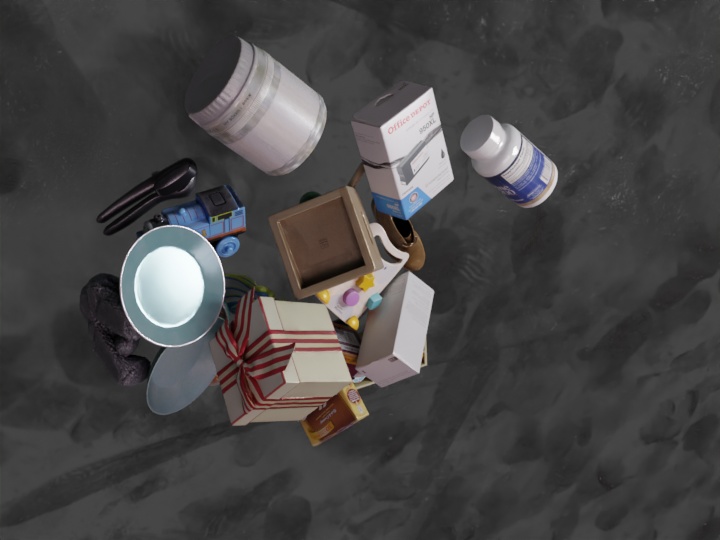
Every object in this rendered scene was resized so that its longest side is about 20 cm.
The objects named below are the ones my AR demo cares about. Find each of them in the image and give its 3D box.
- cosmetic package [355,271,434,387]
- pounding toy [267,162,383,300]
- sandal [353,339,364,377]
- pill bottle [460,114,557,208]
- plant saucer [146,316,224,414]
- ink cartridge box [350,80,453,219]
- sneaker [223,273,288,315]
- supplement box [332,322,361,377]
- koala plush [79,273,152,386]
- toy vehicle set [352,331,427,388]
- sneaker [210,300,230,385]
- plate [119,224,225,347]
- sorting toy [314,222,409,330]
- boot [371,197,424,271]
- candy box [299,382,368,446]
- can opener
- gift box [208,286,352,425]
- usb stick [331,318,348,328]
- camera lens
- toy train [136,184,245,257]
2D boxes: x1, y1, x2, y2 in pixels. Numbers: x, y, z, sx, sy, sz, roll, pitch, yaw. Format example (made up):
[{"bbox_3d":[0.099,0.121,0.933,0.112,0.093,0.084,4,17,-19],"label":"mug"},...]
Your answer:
[{"bbox_3d":[0.069,0.116,1.752,0.081,0.202,0.112,35,141,-28],"label":"cosmetic package"},{"bbox_3d":[-0.052,-0.076,1.617,0.182,0.142,0.202,-20,89,10],"label":"pounding toy"},{"bbox_3d":[0.054,0.161,1.835,0.202,0.082,0.050,-35,140,-11],"label":"sandal"},{"bbox_3d":[0.286,-0.215,1.728,0.199,0.111,0.111,32,102,-36],"label":"pill bottle"},{"bbox_3d":[-0.314,0.160,1.573,0.201,0.038,0.202,-43,151,-31],"label":"plant saucer"},{"bbox_3d":[0.079,-0.219,1.618,0.144,0.084,0.202,-40,131,-27],"label":"ink cartridge box"},{"bbox_3d":[-0.195,0.073,1.677,0.198,0.105,0.076,22,108,-34],"label":"sneaker"},{"bbox_3d":[-0.092,0.202,1.783,0.110,0.086,0.200,19,121,-46],"label":"supplement box"},{"bbox_3d":[-0.375,0.069,1.579,0.199,0.183,0.179,-20,138,-39],"label":"koala plush"},{"bbox_3d":[0.048,0.177,1.905,0.198,0.027,0.126,-17,124,-16],"label":"toy vehicle set"},{"bbox_3d":[-0.277,0.119,1.682,0.070,0.080,0.202,12,125,1],"label":"sneaker"},{"bbox_3d":[-0.313,0.026,1.471,0.199,0.025,0.203,2,87,-43],"label":"plate"},{"bbox_3d":[0.000,0.000,1.721,0.180,0.107,0.200,-43,128,7],"label":"sorting toy"},{"bbox_3d":[0.084,-0.061,1.749,0.073,0.076,0.201,-35,130,-6],"label":"boot"},{"bbox_3d":[-0.081,0.213,1.676,0.116,0.202,0.056,-33,170,24],"label":"candy box"},{"bbox_3d":[-0.362,-0.129,1.509,0.198,0.064,0.079,-30,155,6],"label":"can opener"},{"bbox_3d":[-0.143,0.145,1.537,0.185,0.186,0.200,5,139,-45],"label":"gift box"},{"bbox_3d":[-0.116,0.152,1.808,0.198,0.033,0.056,-21,132,-13],"label":"usb stick"},{"bbox_3d":[-0.166,-0.264,1.453,0.199,0.160,0.160,33,102,-36],"label":"camera lens"},{"bbox_3d":[-0.292,-0.070,1.543,0.198,0.087,0.115,-19,140,-22],"label":"toy train"}]
